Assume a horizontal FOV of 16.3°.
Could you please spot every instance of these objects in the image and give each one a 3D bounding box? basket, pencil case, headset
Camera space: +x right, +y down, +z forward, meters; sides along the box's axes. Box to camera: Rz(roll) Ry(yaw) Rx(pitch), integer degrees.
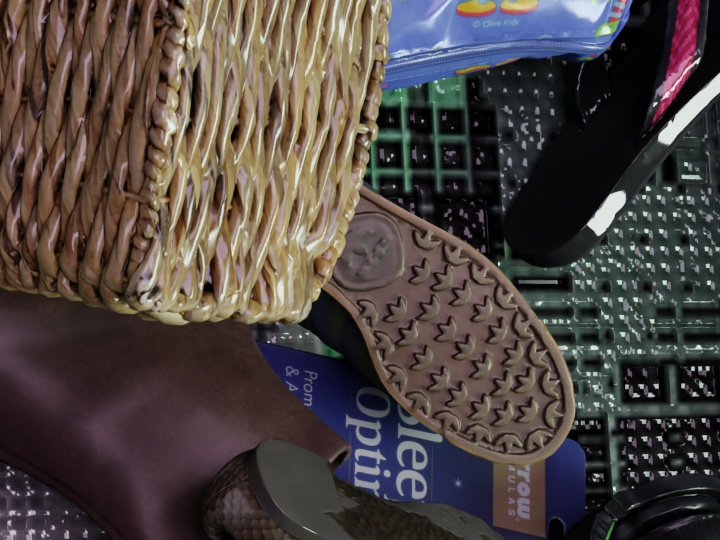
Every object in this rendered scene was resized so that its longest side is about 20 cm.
[{"bbox_3d":[-0.083,-0.088,0.909,0.143,0.149,0.201,3,96,-58],"label":"basket"},{"bbox_3d":[0.021,-0.114,1.056,0.200,0.078,0.087,-11,65,-25],"label":"pencil case"},{"bbox_3d":[0.158,0.130,1.051,0.124,0.094,0.200,52,32,4],"label":"headset"}]

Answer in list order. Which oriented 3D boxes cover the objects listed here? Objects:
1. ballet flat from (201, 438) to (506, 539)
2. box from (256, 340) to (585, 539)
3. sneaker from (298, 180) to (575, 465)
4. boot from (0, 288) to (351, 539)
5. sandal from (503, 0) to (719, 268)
[{"bbox_3d":[0.012,0.118,0.954,0.200,0.046,0.067,29,30,-43],"label":"ballet flat"},{"bbox_3d":[0.013,0.101,1.032,0.200,0.032,0.121,14,62,-23],"label":"box"},{"bbox_3d":[0.000,0.000,1.022,0.200,0.090,0.067,39,88,-11],"label":"sneaker"},{"bbox_3d":[-0.121,0.054,0.941,0.200,0.072,0.166,-29,69,-29],"label":"boot"},{"bbox_3d":[0.125,-0.088,1.101,0.045,0.075,0.200,48,68,-28],"label":"sandal"}]
